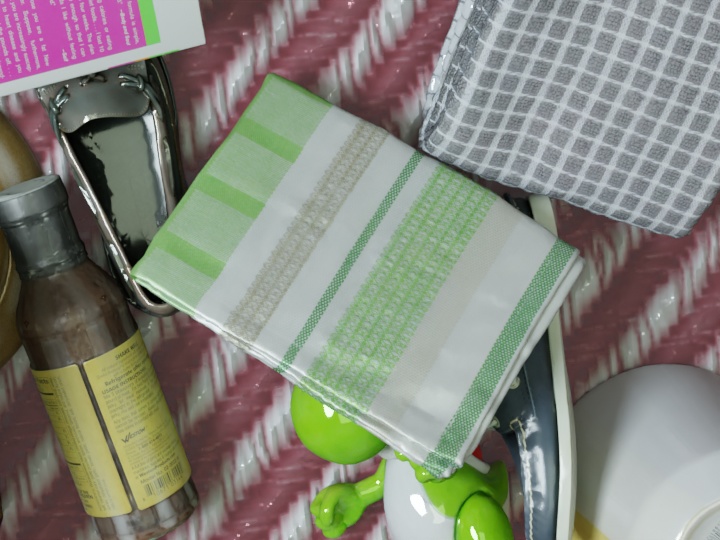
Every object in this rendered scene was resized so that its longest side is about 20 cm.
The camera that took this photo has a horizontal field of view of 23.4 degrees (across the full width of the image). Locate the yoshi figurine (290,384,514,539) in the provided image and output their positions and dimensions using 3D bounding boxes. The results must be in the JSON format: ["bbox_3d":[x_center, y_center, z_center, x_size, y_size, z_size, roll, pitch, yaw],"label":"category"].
[{"bbox_3d":[0.020,0.115,0.953,0.112,0.112,0.201,-25,97,4],"label":"yoshi figurine"}]

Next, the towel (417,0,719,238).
[{"bbox_3d":[0.135,-0.123,0.906,0.165,0.086,0.201,18,126,-7],"label":"towel"}]

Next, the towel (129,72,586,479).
[{"bbox_3d":[0.000,0.000,0.910,0.199,0.031,0.150,31,67,8],"label":"towel"}]

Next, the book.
[{"bbox_3d":[-0.186,-0.152,0.858,0.199,0.048,0.134,-16,114,-13],"label":"book"}]

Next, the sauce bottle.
[{"bbox_3d":[-0.145,0.048,0.937,0.064,0.065,0.201,-18,105,-4],"label":"sauce bottle"}]

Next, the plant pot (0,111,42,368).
[{"bbox_3d":[-0.266,-0.015,0.940,0.199,0.027,0.201,-1,98,-6],"label":"plant pot"}]

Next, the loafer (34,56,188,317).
[{"bbox_3d":[-0.128,-0.071,0.929,0.071,0.063,0.201,-20,100,-4],"label":"loafer"}]

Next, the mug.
[{"bbox_3d":[0.188,0.158,0.954,0.148,0.153,0.188,-7,99,-6],"label":"mug"}]

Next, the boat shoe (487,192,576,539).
[{"bbox_3d":[0.084,0.055,0.947,0.061,0.075,0.201,-5,80,2],"label":"boat shoe"}]

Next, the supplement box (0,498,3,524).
[{"bbox_3d":[-0.245,0.082,0.878,0.102,0.131,0.201,-4,115,-6],"label":"supplement box"}]
